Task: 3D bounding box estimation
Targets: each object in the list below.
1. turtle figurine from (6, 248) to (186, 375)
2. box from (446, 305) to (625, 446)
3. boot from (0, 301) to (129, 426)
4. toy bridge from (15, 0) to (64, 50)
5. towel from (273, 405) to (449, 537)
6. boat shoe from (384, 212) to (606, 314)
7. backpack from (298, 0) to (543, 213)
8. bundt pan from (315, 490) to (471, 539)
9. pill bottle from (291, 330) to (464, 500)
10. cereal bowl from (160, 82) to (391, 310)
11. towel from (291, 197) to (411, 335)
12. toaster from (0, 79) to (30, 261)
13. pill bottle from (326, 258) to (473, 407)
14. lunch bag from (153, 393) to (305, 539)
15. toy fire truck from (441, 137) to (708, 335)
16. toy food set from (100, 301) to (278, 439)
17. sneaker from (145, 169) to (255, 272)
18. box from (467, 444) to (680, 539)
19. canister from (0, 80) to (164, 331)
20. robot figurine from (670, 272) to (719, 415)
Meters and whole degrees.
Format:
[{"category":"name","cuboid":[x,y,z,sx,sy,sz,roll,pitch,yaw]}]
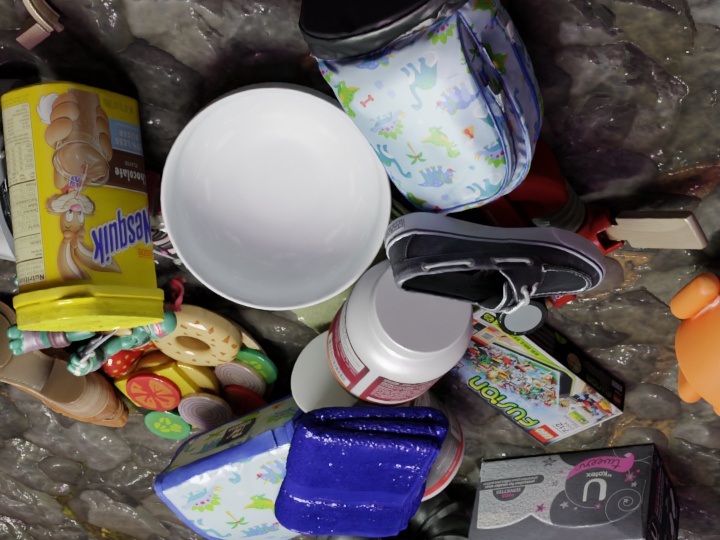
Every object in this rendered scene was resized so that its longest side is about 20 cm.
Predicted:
[{"category":"turtle figurine","cuboid":[-0.253,0.041,1.605,0.199,0.151,0.101,2,154,29]},{"category":"box","cuboid":[0.159,0.097,1.625,0.200,0.035,0.110,36,135,-25]},{"category":"boot","cuboid":[-0.345,0.107,1.753,0.200,0.074,0.155,34,173,18]},{"category":"toy bridge","cuboid":[-0.323,-0.263,1.348,0.067,0.027,0.200,-27,126,36]},{"category":"towel","cuboid":[-0.001,0.199,1.561,0.147,0.050,0.200,0,145,-11]},{"category":"boat shoe","cuboid":[0.115,0.004,1.330,0.199,0.068,0.072,10,141,-25]},{"category":"backpack","cuboid":[0.063,-0.145,1.298,0.162,0.154,0.200,-15,139,25]},{"category":"bundt pan","cuboid":[0.046,0.302,1.778,0.201,0.202,0.076,13,128,0]},{"category":"pill bottle","cuboid":[0.017,0.145,1.633,0.113,0.114,0.200,-10,146,25]},{"category":"cereal bowl","cuboid":[-0.072,-0.070,1.428,0.199,0.083,0.201,0,105,1]},{"category":"towel","cuboid":[0.000,0.000,1.557,0.199,0.037,0.148,-26,127,36]},{"category":"toaster","cuboid":[-0.356,-0.090,1.495,0.128,0.114,0.201,9,142,12]},{"category":"pill bottle","cuboid":[0.037,0.052,1.444,0.112,0.114,0.200,18,164,-5]},{"category":"lunch bag","cuboid":[-0.098,0.207,1.691,0.169,0.128,0.200,-24,160,17]},{"category":"toy fire truck","cuboid":[0.179,-0.045,1.411,0.199,0.129,0.176,-28,133,14]},{"category":"toy food set","cuboid":[-0.182,0.105,1.719,0.199,0.049,0.198,-17,131,30]},{"category":"sneaker","cuboid":[-0.180,-0.041,1.528,0.199,0.074,0.088,3,133,5]},{"category":"box","cuboid":[0.228,0.275,1.738,0.199,0.133,0.115,-8,132,23]},{"category":"canister","cuboid":[-0.241,-0.052,1.406,0.086,0.201,0.148,-10,173,25]},{"category":"robot figurine","cuboid":[0.359,0.053,1.457,0.144,0.116,0.200,52,139,13]}]
